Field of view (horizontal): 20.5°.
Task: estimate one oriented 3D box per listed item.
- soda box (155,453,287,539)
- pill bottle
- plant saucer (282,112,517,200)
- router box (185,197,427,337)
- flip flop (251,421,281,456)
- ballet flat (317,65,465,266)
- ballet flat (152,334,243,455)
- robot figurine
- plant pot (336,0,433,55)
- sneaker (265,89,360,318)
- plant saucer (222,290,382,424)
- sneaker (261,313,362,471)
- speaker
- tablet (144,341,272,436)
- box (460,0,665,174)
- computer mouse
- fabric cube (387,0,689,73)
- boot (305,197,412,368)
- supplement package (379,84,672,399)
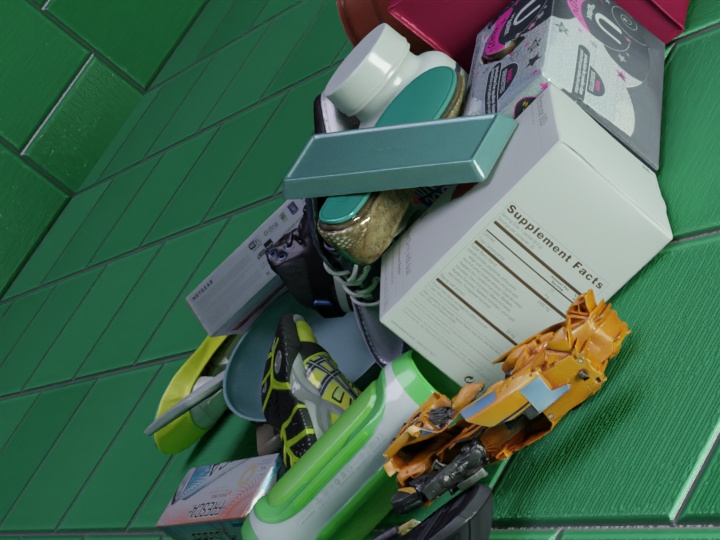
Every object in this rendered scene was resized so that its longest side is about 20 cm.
[{"bbox_3d":[-0.105,0.210,1.744,0.068,0.064,0.200,-59,19,-23],"label":"soda box"},{"bbox_3d":[0.069,-0.118,1.724,0.111,0.200,0.111,-47,14,15],"label":"pill bottle"},{"bbox_3d":[0.025,-0.091,1.556,0.200,0.019,0.070,-4,41,39],"label":"plant saucer"},{"bbox_3d":[-0.045,-0.019,1.922,0.200,0.049,0.179,-43,-18,25],"label":"router box"},{"bbox_3d":[-0.088,0.122,1.885,0.081,0.058,0.200,-48,14,10],"label":"flip flop"},{"bbox_3d":[0.031,-0.081,1.616,0.070,0.065,0.200,8,50,42],"label":"ballet flat"},{"bbox_3d":[-0.147,0.107,2.080,0.067,0.067,0.200,2,50,43],"label":"ballet flat"},{"bbox_3d":[0.096,0.097,1.414,0.200,0.058,0.145,-36,4,25],"label":"robot figurine"},{"bbox_3d":[0.109,-0.303,2.053,0.195,0.201,0.201,-9,45,55],"label":"plant pot"},{"bbox_3d":[-0.041,-0.054,1.768,0.112,0.201,0.073,-14,1,20],"label":"sneaker"},{"bbox_3d":[-0.033,0.073,1.814,0.200,0.036,0.200,-27,32,18],"label":"plant saucer"},{"bbox_3d":[-0.034,0.113,1.688,0.200,0.076,0.076,-109,30,-50],"label":"sneaker"},{"bbox_3d":[-0.002,0.156,1.550,0.200,0.088,0.088,-47,17,15],"label":"speaker"},{"bbox_3d":[-0.115,0.094,1.937,0.200,0.014,0.130,-32,-2,-32],"label":"tablet"},{"bbox_3d":[0.167,-0.144,1.645,0.115,0.132,0.200,-42,20,31],"label":"box"},{"bbox_3d":[0.037,0.210,1.421,0.200,0.046,0.140,-40,3,25],"label":"computer mouse"},{"bbox_3d":[0.174,-0.283,1.810,0.200,0.196,0.200,-35,25,41],"label":"fabric cube"},{"bbox_3d":[0.000,0.000,1.668,0.073,0.201,0.090,-7,10,35],"label":"boot"},{"bbox_3d":[0.123,-0.019,1.523,0.200,0.120,0.121,-45,17,19],"label":"supplement package"}]
